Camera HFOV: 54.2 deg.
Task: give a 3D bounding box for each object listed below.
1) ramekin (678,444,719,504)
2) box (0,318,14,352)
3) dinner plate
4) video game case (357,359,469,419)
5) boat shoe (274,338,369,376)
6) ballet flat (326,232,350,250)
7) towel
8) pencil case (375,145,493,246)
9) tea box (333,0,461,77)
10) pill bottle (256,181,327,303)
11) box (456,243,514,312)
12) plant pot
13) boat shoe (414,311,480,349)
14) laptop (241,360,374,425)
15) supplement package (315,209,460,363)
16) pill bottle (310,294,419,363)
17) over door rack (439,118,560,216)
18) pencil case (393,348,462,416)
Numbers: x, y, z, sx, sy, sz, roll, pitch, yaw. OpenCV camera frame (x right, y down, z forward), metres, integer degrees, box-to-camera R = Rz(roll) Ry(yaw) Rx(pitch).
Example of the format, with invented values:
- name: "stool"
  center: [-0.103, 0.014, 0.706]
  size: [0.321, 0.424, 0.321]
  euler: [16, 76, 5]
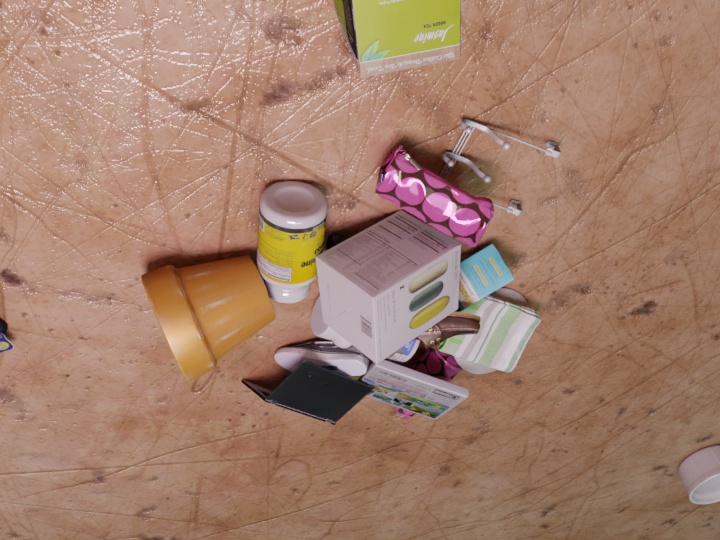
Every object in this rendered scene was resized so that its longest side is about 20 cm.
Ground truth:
- name: "ramekin"
  center: [1.082, 0.622, 2.154]
  size: [0.200, 0.098, 0.201]
  euler: [-7, 135, -7]
- name: "box"
  center: [-0.713, 0.084, 1.229]
  size: [0.121, 0.032, 0.200]
  euler: [-18, 133, 3]
- name: "dinner plate"
  center: [0.283, 0.133, 1.481]
  size: [0.200, 0.024, 0.200]
  euler: [-9, 114, -22]
- name: "video game case"
  center: [0.099, 0.248, 1.455]
  size: [0.200, 0.022, 0.182]
  euler: [20, 150, -7]
- name: "boat shoe"
  center: [-0.077, 0.171, 1.450]
  size: [0.200, 0.068, 0.072]
  euler: [-1, 133, 17]
- name: "ballet flat"
  center: [0.000, 0.000, 1.309]
  size: [0.066, 0.057, 0.200]
  euler: [-34, 135, 15]
- name: "towel"
  center: [0.267, 0.127, 1.439]
  size: [0.200, 0.031, 0.149]
  euler: [19, 101, -31]
- name: "pencil case"
  center: [0.123, -0.121, 1.146]
  size: [0.200, 0.091, 0.094]
  euler: [28, 127, -6]
- name: "tea box"
  center: [0.033, -0.378, 0.857]
  size: [0.133, 0.200, 0.197]
  euler: [-11, 136, -4]
- name: "pill bottle"
  center: [-0.120, -0.043, 1.201]
  size: [0.112, 0.113, 0.200]
  euler: [-2, 134, -13]
- name: "box"
  center: [0.189, 0.034, 1.354]
  size: [0.200, 0.082, 0.049]
  euler: [-32, 174, 7]
- name: "plant pot"
  center: [-0.256, 0.064, 1.230]
  size: [0.183, 0.200, 0.200]
  euler: [-24, 136, -13]
- name: "boat shoe"
  center: [0.120, 0.111, 1.295]
  size: [0.200, 0.070, 0.070]
  euler: [1, 158, 8]
- name: "laptop"
  center: [-0.114, 0.242, 1.483]
  size: [0.187, 0.200, 0.116]
  euler: [28, 85, -33]
- name: "supplement package"
  center: [0.051, 0.024, 1.219]
  size: [0.200, 0.151, 0.152]
  euler: [-30, 136, -29]
- name: "pill bottle"
  center: [0.011, 0.106, 1.377]
  size: [0.200, 0.114, 0.114]
  euler: [19, 126, -29]
- name: "over door rack"
  center: [0.232, -0.167, 1.204]
  size: [0.200, 0.067, 0.148]
  euler: [10, 131, -22]
- name: "pencil case"
  center: [0.140, 0.236, 1.556]
  size: [0.200, 0.094, 0.091]
  euler: [-51, 169, 30]
